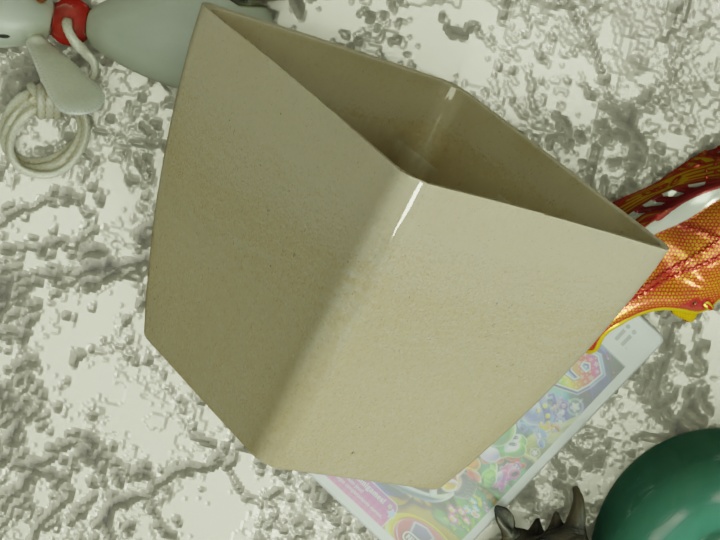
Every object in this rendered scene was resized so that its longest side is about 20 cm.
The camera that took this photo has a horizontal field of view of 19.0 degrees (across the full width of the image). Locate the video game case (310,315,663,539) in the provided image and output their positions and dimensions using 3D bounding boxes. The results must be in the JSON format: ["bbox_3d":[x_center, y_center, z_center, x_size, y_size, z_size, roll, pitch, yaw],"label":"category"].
[{"bbox_3d":[0.057,0.063,1.250,0.143,0.018,0.200,43,95,-5],"label":"video game case"}]

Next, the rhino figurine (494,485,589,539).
[{"bbox_3d":[0.078,0.213,1.241,0.060,0.087,0.201,21,98,-39],"label":"rhino figurine"}]

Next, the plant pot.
[{"bbox_3d":[0.000,0.000,1.128,0.199,0.200,0.178,13,112,-43],"label":"plant pot"}]

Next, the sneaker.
[{"bbox_3d":[0.195,-0.019,1.218,0.199,0.073,0.078,-24,114,-1],"label":"sneaker"}]

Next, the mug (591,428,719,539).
[{"bbox_3d":[0.206,0.191,1.219,0.151,0.114,0.187,11,97,-2],"label":"mug"}]

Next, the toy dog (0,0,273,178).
[{"bbox_3d":[-0.128,-0.129,1.184,0.198,0.096,0.133,-15,97,2],"label":"toy dog"}]
